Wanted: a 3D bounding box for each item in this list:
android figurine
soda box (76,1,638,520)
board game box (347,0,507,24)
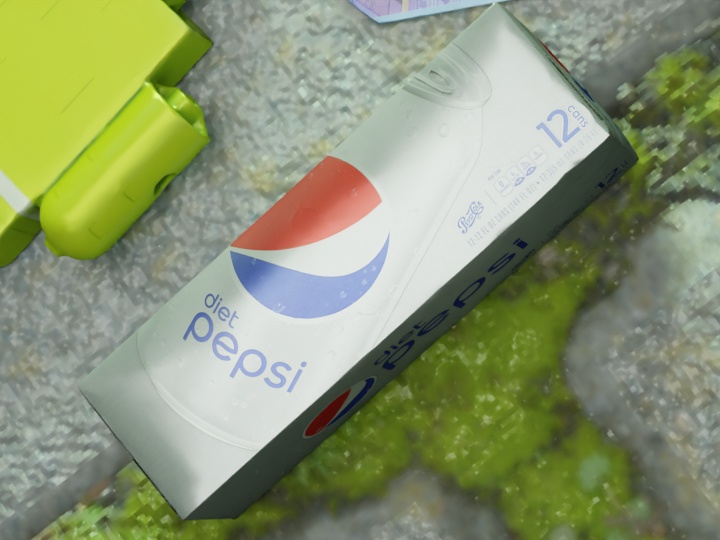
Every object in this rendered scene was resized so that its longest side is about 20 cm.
[{"bbox_3d":[-0.141,-0.082,1.030,0.200,0.041,0.182,-44,77,5],"label":"android figurine"},{"bbox_3d":[0.000,0.000,0.974,0.200,0.068,0.064,-42,77,8],"label":"soda box"},{"bbox_3d":[0.055,-0.179,0.989,0.198,0.039,0.159,-9,83,12],"label":"board game box"}]
